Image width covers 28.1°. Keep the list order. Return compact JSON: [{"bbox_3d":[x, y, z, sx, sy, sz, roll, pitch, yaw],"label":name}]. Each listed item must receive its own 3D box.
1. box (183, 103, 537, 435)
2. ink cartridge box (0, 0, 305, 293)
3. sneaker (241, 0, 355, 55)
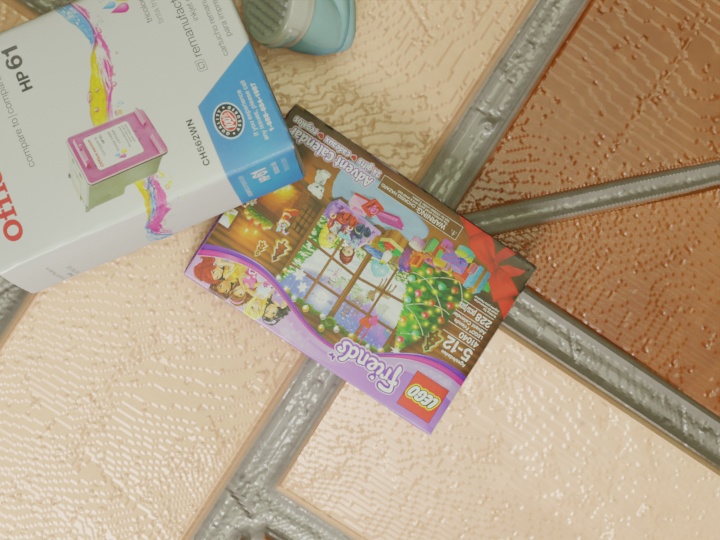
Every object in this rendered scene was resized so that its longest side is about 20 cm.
[{"bbox_3d":[0.000,0.000,0.973,0.200,0.039,0.137,33,86,-6],"label":"box"},{"bbox_3d":[-0.155,-0.092,0.911,0.200,0.085,0.145,-24,82,0],"label":"ink cartridge box"},{"bbox_3d":[-0.035,-0.237,0.966,0.082,0.074,0.201,11,78,-44],"label":"sneaker"}]
